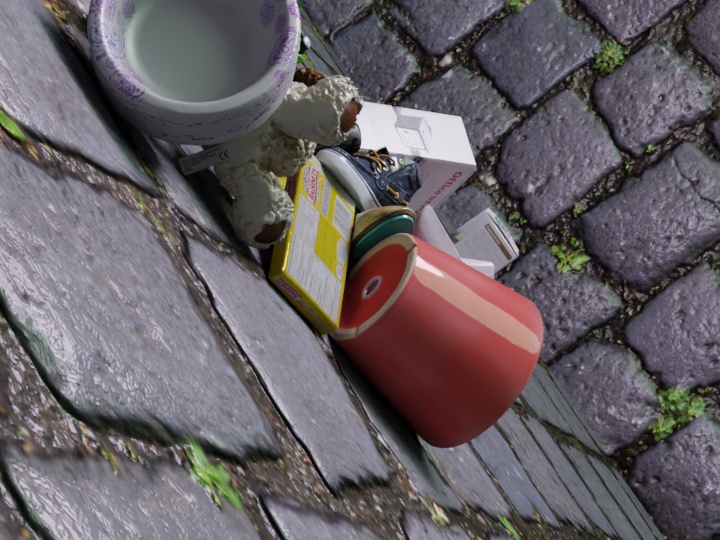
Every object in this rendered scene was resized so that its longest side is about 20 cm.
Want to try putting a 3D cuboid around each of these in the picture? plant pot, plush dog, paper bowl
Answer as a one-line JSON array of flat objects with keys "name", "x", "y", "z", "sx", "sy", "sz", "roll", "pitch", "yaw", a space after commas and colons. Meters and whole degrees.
[{"name": "plant pot", "x": 0.073, "y": 0.066, "z": 1.607, "sx": 0.177, "sy": 0.201, "sz": 0.201, "roll": 38, "pitch": 14, "yaw": -23}, {"name": "plush dog", "x": -0.101, "y": -0.140, "z": 1.529, "sx": 0.160, "sy": 0.201, "sz": 0.172, "roll": 33, "pitch": 6, "yaw": 3}, {"name": "paper bowl", "x": -0.159, "y": -0.216, "z": 1.396, "sx": 0.201, "sy": 0.200, "sz": 0.104, "roll": 56, "pitch": -16, "yaw": 15}]

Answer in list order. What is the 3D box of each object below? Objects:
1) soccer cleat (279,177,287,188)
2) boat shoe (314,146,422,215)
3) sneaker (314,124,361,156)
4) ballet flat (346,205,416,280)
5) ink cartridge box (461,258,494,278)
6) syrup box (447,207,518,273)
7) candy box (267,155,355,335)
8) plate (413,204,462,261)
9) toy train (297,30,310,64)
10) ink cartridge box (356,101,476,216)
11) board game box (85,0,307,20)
[{"name": "soccer cleat", "x": -0.091, "y": -0.072, "z": 1.694, "sx": 0.083, "sy": 0.065, "sz": 0.200, "roll": 16, "pitch": 22, "yaw": 0}, {"name": "boat shoe", "x": 0.010, "y": -0.118, "z": 1.727, "sx": 0.071, "sy": 0.091, "sz": 0.200, "roll": 27, "pitch": -10, "yaw": 28}, {"name": "sneaker", "x": -0.069, "y": -0.166, "z": 1.773, "sx": 0.075, "sy": 0.200, "sz": 0.080, "roll": 3, "pitch": 81, "yaw": -35}, {"name": "ballet flat", "x": 0.009, "y": -0.029, "z": 1.682, "sx": 0.071, "sy": 0.070, "sz": 0.200, "roll": 57, "pitch": -32, "yaw": 23}, {"name": "ink cartridge box", "x": 0.111, "y": 0.072, "z": 1.863, "sx": 0.200, "sy": 0.044, "sz": 0.178, "roll": -171, "pitch": -101, "yaw": -69}, {"name": "syrup box", "x": 0.117, "y": 0.002, "z": 1.996, "sx": 0.082, "sy": 0.200, "sz": 0.079, "roll": 53, "pitch": 9, "yaw": -1}, {"name": "candy box", "x": -0.051, "y": -0.035, "z": 1.584, "sx": 0.102, "sy": 0.026, "sz": 0.201, "roll": 46, "pitch": 34, "yaw": -32}, {"name": "plate", "x": 0.082, "y": 0.051, "z": 1.830, "sx": 0.032, "sy": 0.201, "sz": 0.200, "roll": 0, "pitch": 37, "yaw": -21}, {"name": "toy train", "x": -0.149, "y": -0.229, "z": 1.545, "sx": 0.056, "sy": 0.199, "sz": 0.042, "roll": 36, "pitch": 50, "yaw": -59}, {"name": "ink cartridge box", "x": 0.025, "y": -0.138, "z": 1.877, "sx": 0.199, "sy": 0.146, "sz": 0.086, "roll": 3, "pitch": 58, "yaw": -35}, {"name": "board game box", "x": -0.171, "y": -0.269, "z": 1.499, "sx": 0.136, "sy": 0.200, "sz": 0.034, "roll": 55, "pitch": 12, "yaw": 13}]
